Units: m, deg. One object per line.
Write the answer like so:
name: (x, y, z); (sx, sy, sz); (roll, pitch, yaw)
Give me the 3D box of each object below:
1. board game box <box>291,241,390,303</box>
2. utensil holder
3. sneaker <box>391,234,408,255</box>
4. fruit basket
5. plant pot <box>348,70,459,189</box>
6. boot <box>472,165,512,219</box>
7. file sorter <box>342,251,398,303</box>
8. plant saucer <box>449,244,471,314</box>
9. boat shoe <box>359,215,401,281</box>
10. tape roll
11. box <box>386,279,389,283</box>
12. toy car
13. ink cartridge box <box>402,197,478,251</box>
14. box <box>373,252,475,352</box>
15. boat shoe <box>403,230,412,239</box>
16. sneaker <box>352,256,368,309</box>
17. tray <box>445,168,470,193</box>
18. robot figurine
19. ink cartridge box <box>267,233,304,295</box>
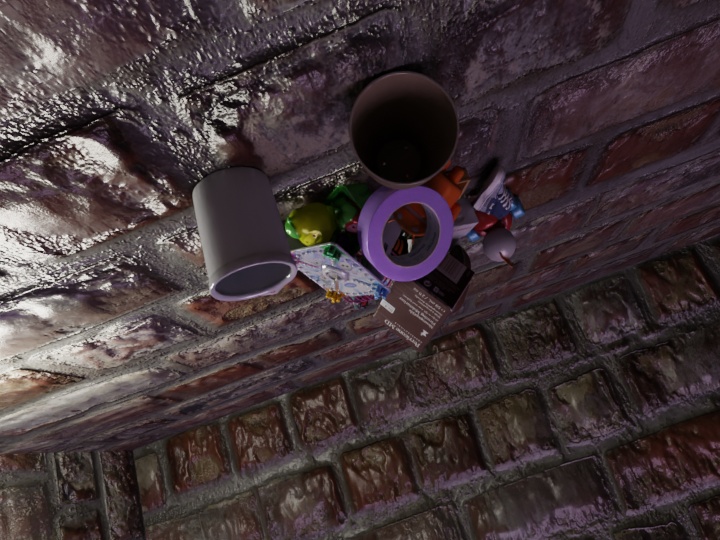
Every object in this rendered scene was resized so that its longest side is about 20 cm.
board game box: (-0.061, 0.013, 1.265); (0.197, 0.026, 0.199); (-7, 143, 47)
utensil holder: (-0.226, -0.069, 1.071); (0.166, 0.204, 0.171); (-16, 161, -6)
sneaker: (0.084, -0.079, 1.509); (0.090, 0.069, 0.202); (-43, 132, -20)
fruit basket: (-0.066, -0.093, 1.240); (0.214, 0.157, 0.216); (-39, 180, 0)
plant pot: (0.073, -0.224, 1.012); (0.183, 0.192, 0.200); (-18, 174, -1)
boot: (0.360, -0.198, 1.437); (0.089, 0.074, 0.200); (25, 167, 3)
file sorter: (0.000, 0.000, 1.430); (0.140, 0.125, 0.200); (-52, -170, -15)
plant saucer: (0.270, 0.030, 1.580); (0.034, 0.205, 0.201); (9, 156, -8)
boat shoe: (0.041, -0.063, 1.310); (0.065, 0.205, 0.072); (-1, 156, 40)
tape roll: (0.094, -0.084, 1.166); (0.195, 0.205, 0.066); (-13, -156, -16)
box: (0.060, -0.008, 1.676); (0.093, 0.102, 0.201); (-16, 162, -8)
toy car: (0.396, -0.094, 1.609); (0.182, 0.204, 0.176); (-27, 160, 25)
ink cartridge box: (0.216, -0.112, 1.562); (0.143, 0.086, 0.200); (-13, 160, -27)
box: (0.163, 0.062, 1.443); (0.165, 0.164, 0.202); (-48, 170, -43)
boat shoe: (0.154, -0.123, 1.422); (0.070, 0.070, 0.199); (-8, 179, -19)
sneaker: (-0.032, 0.048, 1.609); (0.093, 0.202, 0.081); (-16, 127, 3)
tray: (0.164, -0.192, 1.373); (0.195, 0.038, 0.099); (-16, 161, -13)
robot figurine: (0.151, -0.162, 1.259); (0.142, 0.117, 0.201); (26, 110, -42)
ink cartridge box: (-0.241, -0.013, 1.391); (0.142, 0.086, 0.200); (-5, 156, -36)
